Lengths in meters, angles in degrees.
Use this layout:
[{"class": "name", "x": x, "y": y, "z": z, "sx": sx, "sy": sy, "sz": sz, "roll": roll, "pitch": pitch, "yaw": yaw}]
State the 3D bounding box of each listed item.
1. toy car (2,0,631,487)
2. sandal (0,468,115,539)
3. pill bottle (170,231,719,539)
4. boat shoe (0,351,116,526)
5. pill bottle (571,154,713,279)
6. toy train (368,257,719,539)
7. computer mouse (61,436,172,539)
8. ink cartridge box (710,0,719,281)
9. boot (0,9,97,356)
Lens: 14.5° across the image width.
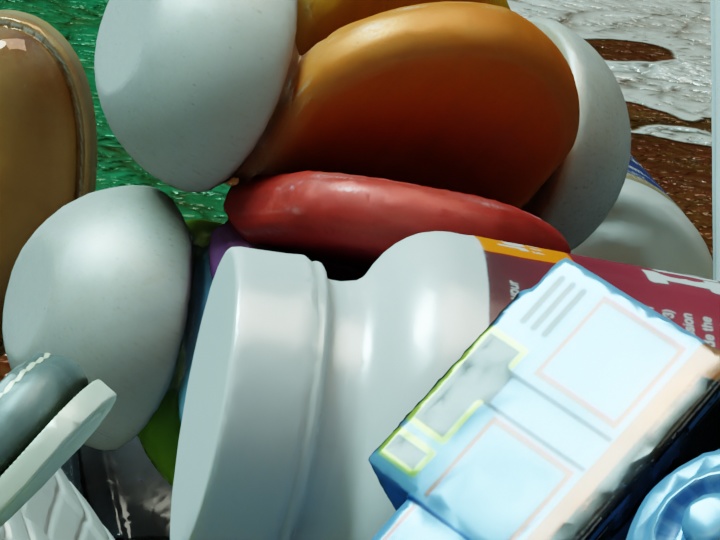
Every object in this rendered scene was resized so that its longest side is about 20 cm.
[{"class": "toy car", "x": 0.000, "y": 0.000, "z": 0.865, "sx": 0.175, "sy": 0.201, "sz": 0.150, "roll": 13, "pitch": 19, "yaw": -29}, {"class": "sandal", "x": -0.136, "y": 0.053, "z": 0.802, "sx": 0.203, "sy": 0.050, "sz": 0.083, "roll": 45, "pitch": 13, "yaw": -26}, {"class": "pill bottle", "x": 0.055, "y": 0.052, "z": 0.751, "sx": 0.199, "sy": 0.113, "sz": 0.113, "roll": 10, "pitch": 17, "yaw": -10}, {"class": "boat shoe", "x": -0.148, "y": 0.071, "z": 0.728, "sx": 0.062, "sy": 0.200, "sz": 0.073, "roll": 53, "pitch": 26, "yaw": -1}, {"class": "pill bottle", "x": 0.070, "y": -0.013, "z": 1.176, "sx": 0.111, "sy": 0.111, "sz": 0.200, "roll": 3, "pitch": 18, "yaw": -12}, {"class": "toy train", "x": 0.032, "y": 0.098, "z": 0.626, "sx": 0.200, "sy": 0.087, "sz": 0.114, "roll": -48, "pitch": 50, "yaw": -11}, {"class": "computer mouse", "x": -0.050, "y": 0.066, "z": 0.984, "sx": 0.138, "sy": 0.053, "sz": 0.200, "roll": -1, "pitch": 19, "yaw": -19}, {"class": "ink cartridge box", "x": 0.198, "y": 0.010, "z": 0.947, "sx": 0.200, "sy": 0.200, "sz": 0.041, "roll": 20, "pitch": -29, "yaw": -36}, {"class": "boot", "x": -0.160, "y": 0.016, "z": 0.873, "sx": 0.074, "sy": 0.200, "sz": 0.155, "roll": 28, "pitch": 16, "yaw": 14}]
